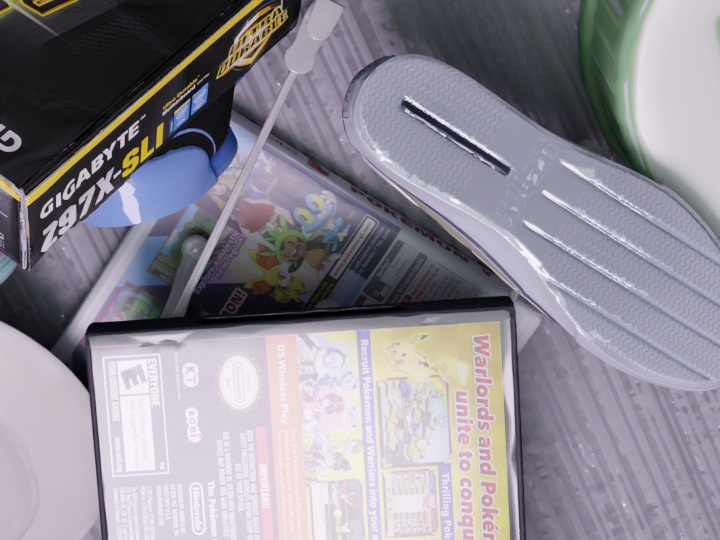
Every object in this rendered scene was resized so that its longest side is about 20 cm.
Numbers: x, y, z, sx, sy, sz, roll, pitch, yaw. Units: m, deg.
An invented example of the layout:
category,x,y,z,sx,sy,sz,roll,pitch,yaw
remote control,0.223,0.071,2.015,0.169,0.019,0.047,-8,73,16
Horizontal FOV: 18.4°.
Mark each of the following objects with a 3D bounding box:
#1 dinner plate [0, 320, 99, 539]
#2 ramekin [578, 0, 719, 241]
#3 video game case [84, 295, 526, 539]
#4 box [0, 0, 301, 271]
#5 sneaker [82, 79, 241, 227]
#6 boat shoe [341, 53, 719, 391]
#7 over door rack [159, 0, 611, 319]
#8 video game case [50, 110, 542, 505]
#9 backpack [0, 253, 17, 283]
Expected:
category,x,y,z,sx,sy,sz,roll,pitch,yaw
dinner plate,-0.215,0.091,1.025,0.200,0.024,0.200,1,132,1
ramekin,0.195,-0.091,0.942,0.200,0.098,0.200,1,109,2
video game case,-0.020,0.115,0.954,0.181,0.026,0.200,-4,102,-1
box,-0.145,-0.112,0.831,0.200,0.160,0.049,35,147,17
sneaker,-0.080,-0.096,0.896,0.070,0.200,0.078,-6,123,16
boat shoe,0.078,-0.023,0.919,0.200,0.062,0.072,38,88,-7
over door rack,0.000,0.000,0.981,0.148,0.067,0.200,26,96,-9
video game case,-0.044,0.049,1.042,0.182,0.023,0.200,32,109,-9
backpack,-0.205,-0.067,0.928,0.200,0.176,0.153,-18,124,10
